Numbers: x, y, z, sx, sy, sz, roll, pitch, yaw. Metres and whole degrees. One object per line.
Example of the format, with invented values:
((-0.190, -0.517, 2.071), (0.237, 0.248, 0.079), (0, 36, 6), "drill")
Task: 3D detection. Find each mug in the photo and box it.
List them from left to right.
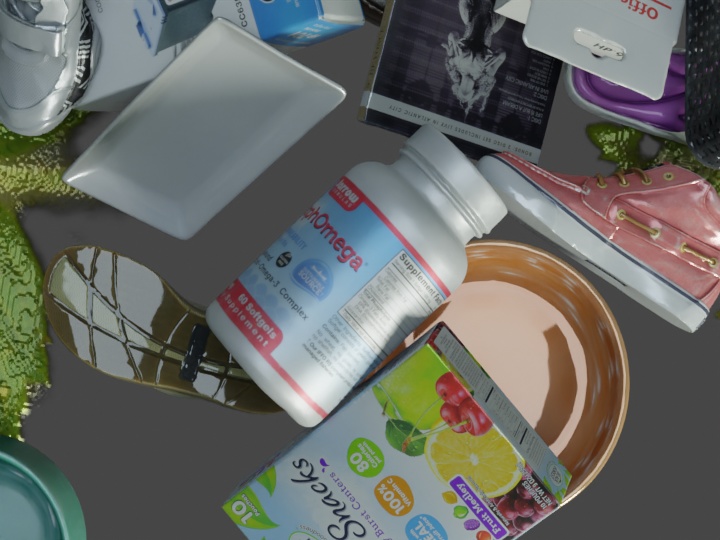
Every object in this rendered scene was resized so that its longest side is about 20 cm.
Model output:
((-0.274, 0.201, 1.122), (0.152, 0.114, 0.186), (40, 90, -1), "mug")

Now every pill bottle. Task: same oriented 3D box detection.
((0.000, 0.000, 1.100), (0.200, 0.109, 0.109), (-44, 91, -1), "pill bottle")

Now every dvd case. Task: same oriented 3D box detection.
((0.085, -0.182, 1.149), (0.147, 0.016, 0.202), (15, 88, -29), "dvd case")

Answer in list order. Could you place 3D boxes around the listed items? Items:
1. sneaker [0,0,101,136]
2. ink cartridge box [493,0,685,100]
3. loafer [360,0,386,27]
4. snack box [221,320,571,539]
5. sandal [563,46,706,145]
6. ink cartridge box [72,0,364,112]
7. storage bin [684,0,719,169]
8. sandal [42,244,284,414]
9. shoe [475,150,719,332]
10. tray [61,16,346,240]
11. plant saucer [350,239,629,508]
((-0.214, -0.182, 1.041), (0.075, 0.115, 0.202), (25, 106, 19), "sneaker")
((0.164, -0.219, 1.122), (0.115, 0.068, 0.202), (19, 75, -18), "ink cartridge box")
((-0.012, -0.237, 1.151), (0.199, 0.071, 0.073), (36, 89, -1), "loafer")
((0.024, 0.152, 1.121), (0.199, 0.053, 0.143), (-39, 92, 22), "snack box")
((0.245, -0.126, 1.166), (0.200, 0.050, 0.084), (4, 90, -1), "sandal")
((-0.115, -0.206, 1.107), (0.198, 0.086, 0.148), (-17, 90, 21), "ink cartridge box")
((0.302, -0.171, 1.115), (0.134, 0.094, 0.203), (7, 77, -18), "storage bin")
((-0.134, 0.047, 1.160), (0.198, 0.054, 0.081), (23, 85, -16), "sandal")
((0.179, -0.047, 1.155), (0.199, 0.071, 0.092), (33, 87, -8), "shoe")
((-0.107, -0.096, 1.101), (0.107, 0.200, 0.022), (28, 46, -27), "tray")
((0.091, 0.079, 1.169), (0.197, 0.037, 0.203), (0, 90, -2), "plant saucer")
